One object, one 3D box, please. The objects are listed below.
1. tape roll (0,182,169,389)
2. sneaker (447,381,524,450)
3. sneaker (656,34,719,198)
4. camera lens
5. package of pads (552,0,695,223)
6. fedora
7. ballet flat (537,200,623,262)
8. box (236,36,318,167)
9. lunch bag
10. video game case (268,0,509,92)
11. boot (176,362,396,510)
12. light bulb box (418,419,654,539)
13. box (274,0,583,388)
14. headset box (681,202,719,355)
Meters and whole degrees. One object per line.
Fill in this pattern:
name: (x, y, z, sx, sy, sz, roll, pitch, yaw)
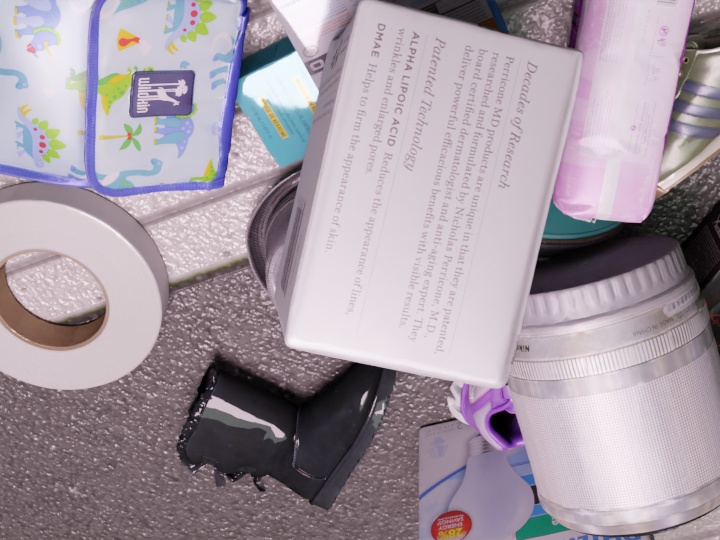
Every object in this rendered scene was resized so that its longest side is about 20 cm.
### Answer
tape roll: (-0.273, 0.018, 0.938, 0.203, 0.037, 0.203, 1, 122, 2)
sneaker: (0.130, 0.075, 0.910, 0.080, 0.088, 0.200, -8, 124, -15)
sneaker: (0.258, -0.138, 0.800, 0.200, 0.067, 0.090, -39, 96, 30)
camera lens: (0.196, 0.090, 0.809, 0.160, 0.160, 0.200, -15, 99, 12)
package of pads: (0.181, -0.141, 0.739, 0.076, 0.121, 0.200, 8, 109, 4)
fedora: (0.000, 0.000, 0.878, 0.200, 0.090, 0.177, 20, 121, -9)
ballet flat: (0.107, -0.036, 0.830, 0.200, 0.073, 0.073, -3, 123, -17)
box: (0.006, -0.159, 0.803, 0.200, 0.049, 0.082, -24, 118, 17)
lunch bag: (-0.188, -0.151, 0.774, 0.200, 0.127, 0.170, 10, 122, -3)
video game case: (0.037, -0.153, 0.765, 0.143, 0.018, 0.200, -22, 121, 15)
boot: (-0.072, 0.131, 0.979, 0.162, 0.073, 0.198, 23, 121, -7)
light bulb box: (0.159, 0.231, 0.948, 0.198, 0.200, 0.125, -15, 121, 12)
box: (0.030, -0.048, 0.667, 0.131, 0.199, 0.200, 12, 94, -8)
headset box: (0.315, 0.064, 0.908, 0.149, 0.075, 0.200, 26, 120, -12)
